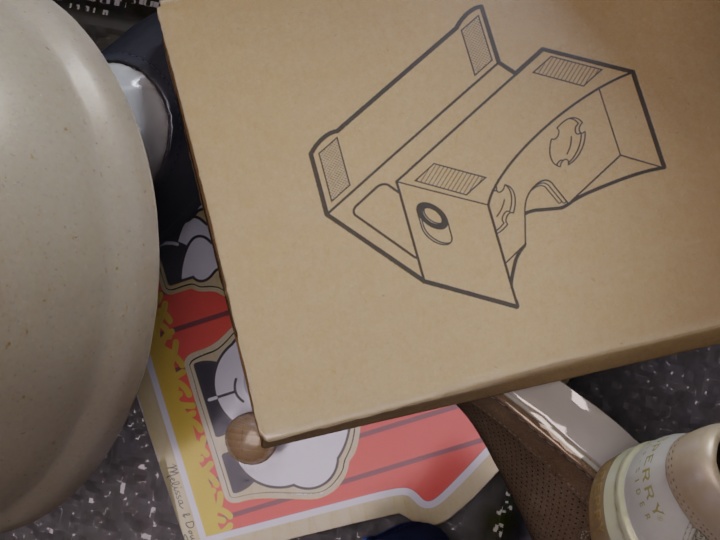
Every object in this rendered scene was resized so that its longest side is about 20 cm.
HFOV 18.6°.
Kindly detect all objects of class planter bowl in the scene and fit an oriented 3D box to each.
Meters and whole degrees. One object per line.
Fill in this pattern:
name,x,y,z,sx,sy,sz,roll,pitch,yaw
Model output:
planter bowl,-0.184,-0.005,0.727,0.199,0.134,0.202,1,92,39

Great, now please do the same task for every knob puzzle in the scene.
knob puzzle,0.000,0.000,0.819,0.218,0.030,0.221,0,92,10

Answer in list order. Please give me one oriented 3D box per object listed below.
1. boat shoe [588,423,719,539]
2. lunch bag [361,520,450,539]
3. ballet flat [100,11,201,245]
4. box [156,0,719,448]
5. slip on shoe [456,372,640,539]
boat shoe,0.171,0.100,0.729,0.199,0.065,0.072,24,53,-25
lunch bag,0.015,0.164,0.737,0.136,0.200,0.132,42,97,8
ballet flat,-0.112,-0.023,0.802,0.200,0.073,0.073,-43,85,20
box,0.044,-0.037,0.757,0.199,0.021,0.164,-12,69,-8
slip on shoe,0.088,0.094,0.778,0.200,0.076,0.061,41,89,-8
